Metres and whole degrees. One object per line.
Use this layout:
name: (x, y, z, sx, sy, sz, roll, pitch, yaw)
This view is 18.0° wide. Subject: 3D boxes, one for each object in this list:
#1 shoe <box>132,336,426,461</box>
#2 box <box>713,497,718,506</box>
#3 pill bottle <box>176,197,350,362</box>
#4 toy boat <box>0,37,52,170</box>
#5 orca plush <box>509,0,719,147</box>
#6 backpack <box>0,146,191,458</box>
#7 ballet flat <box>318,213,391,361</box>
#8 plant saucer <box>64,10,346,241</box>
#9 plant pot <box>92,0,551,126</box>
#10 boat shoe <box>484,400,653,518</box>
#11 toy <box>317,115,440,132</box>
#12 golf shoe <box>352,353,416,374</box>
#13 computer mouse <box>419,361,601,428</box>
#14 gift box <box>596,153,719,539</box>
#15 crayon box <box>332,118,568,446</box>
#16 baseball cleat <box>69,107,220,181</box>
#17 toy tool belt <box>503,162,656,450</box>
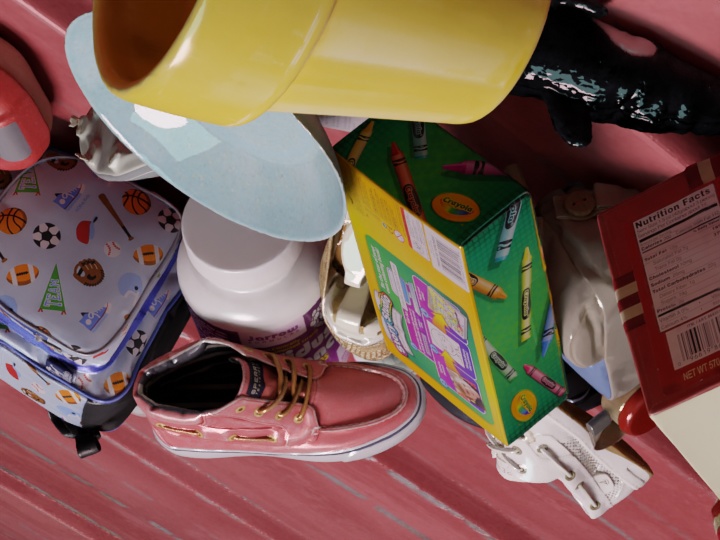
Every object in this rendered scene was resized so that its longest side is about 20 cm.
shoe: (-0.057, 0.090, 1.593, 0.200, 0.072, 0.091, -4, 158, 8)
box: (0.320, 0.108, 1.506, 0.101, 0.113, 0.200, 22, 158, 0)
pill bottle: (-0.070, 0.011, 1.638, 0.112, 0.112, 0.200, 15, 156, 15)
toy boat: (-0.324, -0.102, 1.597, 0.200, 0.131, 0.131, 13, 154, 20)
orca plush: (0.135, -0.091, 1.294, 0.200, 0.071, 0.105, 27, 156, -10)
backpack: (-0.224, 0.002, 1.676, 0.190, 0.200, 0.154, 25, 153, 9)
ballet flat: (0.000, 0.000, 1.531, 0.070, 0.065, 0.200, 15, 133, 13)
plant saucer: (-0.083, -0.096, 1.357, 0.201, 0.039, 0.201, 30, 157, 14)
plant pot: (-0.012, -0.160, 1.150, 0.189, 0.201, 0.201, 15, 161, -24)
boat shoe: (0.121, 0.117, 1.573, 0.200, 0.069, 0.071, 36, -172, -34)
toy: (-0.043, -0.136, 1.387, 0.200, 0.047, 0.115, 15, 152, 4)
golf shoe: (0.044, 0.018, 1.624, 0.092, 0.075, 0.200, 43, 146, -16)
computer mouse: (0.133, 0.073, 1.618, 0.200, 0.046, 0.140, -3, 149, 13)
gift box: (0.250, 0.053, 1.279, 0.184, 0.200, 0.187, -24, 135, 22)
crayon box: (0.057, 0.004, 1.390, 0.119, 0.058, 0.200, 39, 158, 35)
baseball cleat: (-0.111, -0.084, 1.530, 0.106, 0.070, 0.200, 17, 174, -35)
toy tool belt: (0.145, 0.016, 1.491, 0.123, 0.125, 0.200, 45, 167, 33)
